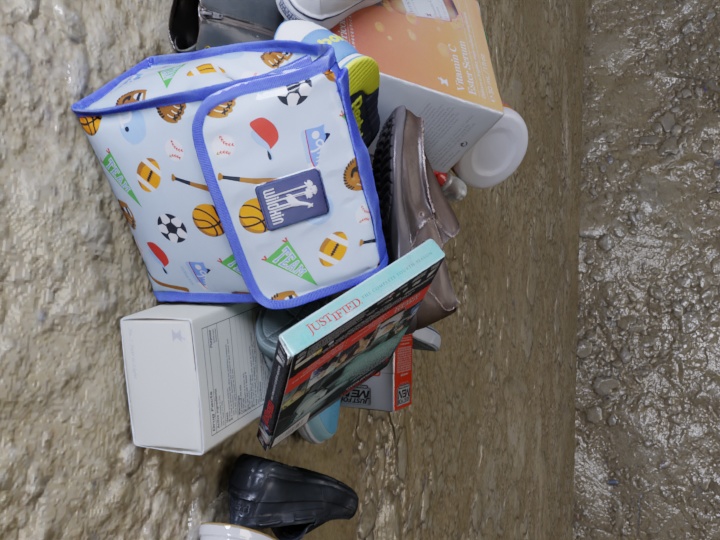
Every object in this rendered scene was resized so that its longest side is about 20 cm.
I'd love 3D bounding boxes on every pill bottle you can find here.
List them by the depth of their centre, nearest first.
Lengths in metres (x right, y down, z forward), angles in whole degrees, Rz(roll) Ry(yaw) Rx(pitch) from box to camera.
[{"bbox_3d":[0.138,-0.210,1.051,0.201,0.110,0.114,59,-5,48],"label":"pill bottle"}]

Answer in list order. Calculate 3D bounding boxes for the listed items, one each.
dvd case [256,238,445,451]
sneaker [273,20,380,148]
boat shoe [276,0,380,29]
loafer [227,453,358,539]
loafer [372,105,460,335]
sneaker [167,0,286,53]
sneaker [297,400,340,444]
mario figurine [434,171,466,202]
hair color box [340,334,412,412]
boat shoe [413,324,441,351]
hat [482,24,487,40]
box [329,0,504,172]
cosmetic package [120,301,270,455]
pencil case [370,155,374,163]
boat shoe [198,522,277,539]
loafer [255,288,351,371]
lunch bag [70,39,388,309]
[{"bbox_3d":[-0.015,0.067,0.608,0.144,0.022,0.202,-32,160,-26],"label":"dvd case"},{"bbox_3d":[-0.032,-0.134,0.638,0.074,0.082,0.201,-48,169,-18],"label":"sneaker"},{"bbox_3d":[-0.002,-0.276,0.660,0.072,0.066,0.200,44,48,-1],"label":"boat shoe"},{"bbox_3d":[-0.066,0.234,0.760,0.200,0.067,0.072,36,66,-54],"label":"loafer"},{"bbox_3d":[0.053,-0.047,0.698,0.073,0.069,0.207,180,-94,-77],"label":"loafer"},{"bbox_3d":[-0.114,-0.153,0.664,0.105,0.074,0.206,-17,112,-46],"label":"sneaker"},{"bbox_3d":[-0.009,0.084,0.802,0.079,0.127,0.207,-6,95,-66],"label":"sneaker"},{"bbox_3d":[0.063,-0.087,0.972,0.125,0.105,0.200,-58,164,1],"label":"mario figurine"},{"bbox_3d":[0.006,0.051,0.871,0.061,0.099,0.207,5,87,-66],"label":"hair color box"},{"bbox_3d":[0.060,0.061,1.023,0.199,0.070,0.064,37,60,-57],"label":"boat shoe"},{"bbox_3d":[0.059,-0.218,0.876,0.177,0.162,0.204,-69,-178,-65],"label":"hat"},{"bbox_3d":[0.025,-0.207,0.755,0.195,0.106,0.156,9,60,-30],"label":"box"},{"bbox_3d":[-0.108,0.069,0.654,0.199,0.071,0.107,-19,107,-64],"label":"cosmetic package"},{"bbox_3d":[-0.024,-0.071,0.801,0.200,0.085,0.090,-45,130,-48],"label":"pencil case"},{"bbox_3d":[-0.094,0.292,0.688,0.202,0.069,0.071,65,33,-45],"label":"boat shoe"},{"bbox_3d":[-0.038,0.009,0.667,0.064,0.070,0.202,92,19,-47],"label":"loafer"},{"bbox_3d":[-0.085,-0.069,0.557,0.125,0.195,0.173,-58,141,-48],"label":"lunch bag"}]
